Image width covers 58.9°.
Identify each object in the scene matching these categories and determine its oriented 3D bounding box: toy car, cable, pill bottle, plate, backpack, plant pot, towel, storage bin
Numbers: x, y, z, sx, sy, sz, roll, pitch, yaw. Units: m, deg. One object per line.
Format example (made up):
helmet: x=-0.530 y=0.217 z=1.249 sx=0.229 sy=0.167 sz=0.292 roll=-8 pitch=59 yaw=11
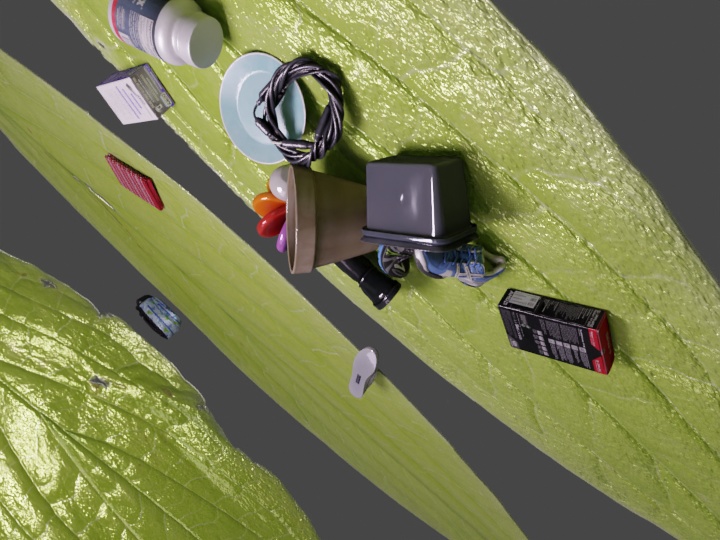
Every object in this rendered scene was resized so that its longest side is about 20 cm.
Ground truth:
toy car: x=-0.146 y=-0.111 z=1.375 sx=0.198 sy=0.151 sz=0.176 roll=35 pitch=153 yaw=8
cable: x=-0.102 y=-0.274 z=1.115 sx=0.198 sy=0.051 sz=0.165 roll=-30 pitch=94 yaw=39
pill bottle: x=-0.352 y=-0.448 z=1.168 sx=0.197 sy=0.120 sz=0.121 roll=28 pitch=151 yaw=21
plate: x=-0.182 y=-0.304 z=1.201 sx=0.196 sy=0.026 sz=0.205 roll=11 pitch=115 yaw=24
backpack: x=-0.904 y=0.216 z=2.882 sx=0.201 sy=0.152 sz=0.165 roll=51 pitch=158 yaw=28
plant pot: x=-0.051 y=-0.096 z=1.218 sx=0.169 sy=0.205 sz=0.201 roll=0 pitch=154 yaw=-11
towel: x=-0.704 y=-0.275 z=1.993 sx=0.198 sy=0.023 sz=0.146 roll=31 pitch=154 yaw=22
storage bin: x=0.100 y=-0.122 z=1.080 sx=0.197 sy=0.144 sz=0.138 roll=12 pitch=114 yaw=43

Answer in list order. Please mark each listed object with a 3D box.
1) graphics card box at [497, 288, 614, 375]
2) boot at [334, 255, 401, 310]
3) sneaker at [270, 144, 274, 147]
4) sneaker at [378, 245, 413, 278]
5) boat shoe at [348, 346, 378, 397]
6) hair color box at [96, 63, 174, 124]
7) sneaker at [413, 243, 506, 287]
graphics card box: x=0.358 y=0.110 z=1.171 sx=0.197 sy=0.051 sz=0.127 roll=12 pitch=143 yaw=41
boot: x=0.001 y=-0.001 z=1.383 sx=0.162 sy=0.074 sz=0.198 roll=44 pitch=178 yaw=-9
sneaker: x=-0.206 y=-0.288 z=1.269 sx=0.197 sy=0.073 sz=0.085 roll=23 pitch=151 yaw=34
sneaker: x=0.083 y=-0.046 z=1.266 sx=0.082 sy=0.071 sz=0.202 roll=34 pitch=150 yaw=23
boat shoe: x=0.021 y=0.288 z=1.858 sx=0.071 sy=0.065 sz=0.203 roll=31 pitch=131 yaw=22
hair color box: x=-0.537 y=-0.416 z=1.517 sx=0.198 sy=0.065 sz=0.110 roll=11 pitch=141 yaw=47
sneaker: x=0.175 y=-0.024 z=1.126 sx=0.197 sy=0.078 sz=0.076 roll=9 pitch=159 yaw=-37
